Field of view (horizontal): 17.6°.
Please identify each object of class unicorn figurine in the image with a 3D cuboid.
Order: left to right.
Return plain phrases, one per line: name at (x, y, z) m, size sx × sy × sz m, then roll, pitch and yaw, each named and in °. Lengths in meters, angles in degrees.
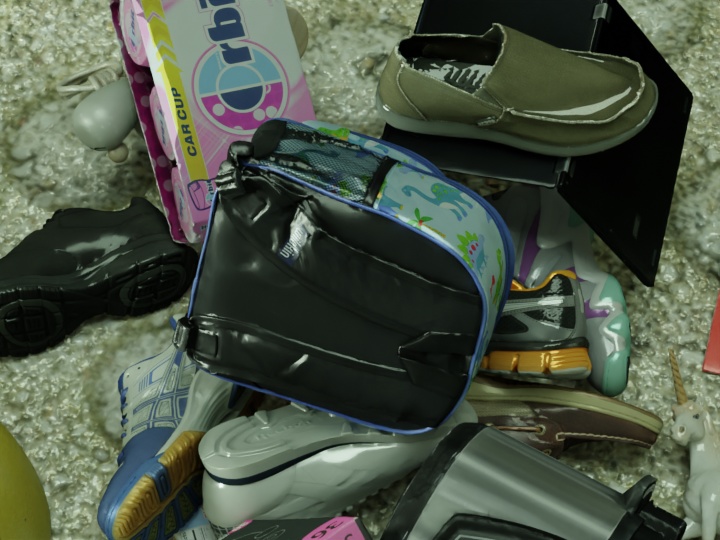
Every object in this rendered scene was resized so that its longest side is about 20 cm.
unicorn figurine at (0.266, 0.170, 1.636) m, size 0.200 × 0.074 × 0.137 m, roll 31°, pitch 49°, yaw 1°

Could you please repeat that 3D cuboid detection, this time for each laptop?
laptop at (0.135, -0.108, 1.723) m, size 0.116 × 0.200 × 0.187 m, roll -13°, pitch 46°, yaw 38°

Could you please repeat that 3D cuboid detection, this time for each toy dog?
toy dog at (-0.126, -0.131, 1.803) m, size 0.200 × 0.096 × 0.132 m, roll -26°, pitch 20°, yaw -11°

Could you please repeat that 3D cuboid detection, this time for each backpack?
backpack at (0.000, 0.000, 1.575) m, size 0.200 × 0.183 × 0.147 m, roll 22°, pitch 34°, yaw 7°

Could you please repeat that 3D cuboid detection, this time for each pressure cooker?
pressure cooker at (0.117, 0.211, 1.531) m, size 0.200 × 0.176 × 0.179 m, roll 28°, pitch 52°, yaw 14°

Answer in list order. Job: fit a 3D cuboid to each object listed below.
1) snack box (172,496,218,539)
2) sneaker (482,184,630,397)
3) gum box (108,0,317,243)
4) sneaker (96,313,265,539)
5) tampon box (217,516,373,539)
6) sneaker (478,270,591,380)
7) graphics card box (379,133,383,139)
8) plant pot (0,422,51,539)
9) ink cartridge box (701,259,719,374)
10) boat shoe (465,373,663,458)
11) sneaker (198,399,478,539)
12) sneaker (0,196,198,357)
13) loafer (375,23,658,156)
snack box at (-0.105, 0.153, 1.650) m, size 0.072 × 0.024 × 0.200 m, roll -14°, pitch 58°, yaw -11°
sneaker at (0.117, 0.020, 1.726) m, size 0.140 × 0.078 × 0.200 m, roll -9°, pitch 48°, yaw -6°
gum box at (-0.101, -0.123, 1.717) m, size 0.113 × 0.066 × 0.200 m, roll -13°, pitch 83°, yaw -21°
sneaker at (-0.139, 0.111, 1.626) m, size 0.088 × 0.075 × 0.200 m, roll 19°, pitch 47°, yaw 19°
tampon box at (-0.065, 0.245, 1.464) m, size 0.150 × 0.200 × 0.126 m, roll -33°, pitch 96°, yaw -23°
sneaker at (0.077, 0.035, 1.671) m, size 0.200 × 0.078 × 0.077 m, roll 3°, pitch 88°, yaw 28°
graphics card box at (0.028, -0.077, 1.748) m, size 0.051 × 0.125 × 0.200 m, roll 37°, pitch 60°, yaw -2°
plant pot at (-0.313, 0.147, 1.574) m, size 0.200 × 0.142 × 0.200 m, roll 2°, pitch 56°, yaw -2°
ink cartridge box at (0.370, 0.015, 1.754) m, size 0.200 × 0.045 × 0.176 m, roll 13°, pitch 55°, yaw 6°
boat shoe at (0.114, 0.115, 1.669) m, size 0.200 × 0.072 × 0.072 m, roll 9°, pitch 86°, yaw 1°
sneaker at (-0.014, 0.132, 1.614) m, size 0.200 × 0.081 × 0.076 m, roll -12°, pitch 28°, yaw -13°
sneaker at (-0.225, 0.001, 1.727) m, size 0.200 × 0.076 × 0.091 m, roll -15°, pitch 51°, yaw -23°
loafer at (0.108, -0.129, 1.631) m, size 0.200 × 0.070 × 0.075 m, roll 2°, pitch 55°, yaw 6°
